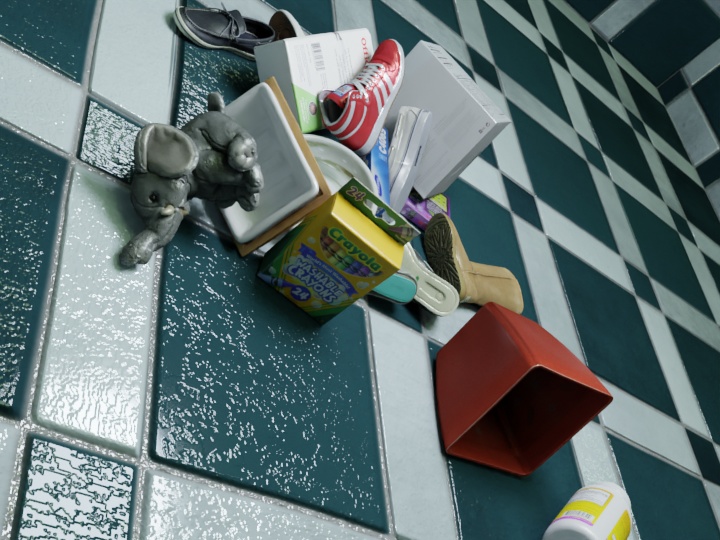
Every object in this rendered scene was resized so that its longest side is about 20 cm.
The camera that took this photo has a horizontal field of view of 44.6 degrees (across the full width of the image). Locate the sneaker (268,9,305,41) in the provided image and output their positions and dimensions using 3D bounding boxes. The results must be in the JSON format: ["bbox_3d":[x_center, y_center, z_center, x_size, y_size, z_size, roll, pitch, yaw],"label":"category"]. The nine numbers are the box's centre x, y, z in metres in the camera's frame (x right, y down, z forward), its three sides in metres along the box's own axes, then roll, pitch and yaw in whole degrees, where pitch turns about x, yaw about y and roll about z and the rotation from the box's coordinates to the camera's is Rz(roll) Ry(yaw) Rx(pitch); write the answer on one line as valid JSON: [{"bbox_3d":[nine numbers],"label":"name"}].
[{"bbox_3d":[-0.103,-0.364,1.564,0.084,0.072,0.203,-12,79,-58],"label":"sneaker"}]

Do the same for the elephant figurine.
[{"bbox_3d":[-0.231,-0.117,1.096,0.197,0.144,0.155,-19,32,-24],"label":"elephant figurine"}]

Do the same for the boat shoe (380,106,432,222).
[{"bbox_3d":[0.062,-0.188,1.527,0.069,0.203,0.071,20,6,16],"label":"boat shoe"}]

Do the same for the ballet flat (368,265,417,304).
[{"bbox_3d":[0.000,0.000,1.348,0.198,0.068,0.064,22,13,-31],"label":"ballet flat"}]

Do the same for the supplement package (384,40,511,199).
[{"bbox_3d":[0.133,-0.276,1.609,0.200,0.191,0.147,48,22,7],"label":"supplement package"}]

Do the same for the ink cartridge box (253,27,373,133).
[{"bbox_3d":[-0.065,-0.311,1.448,0.199,0.083,0.148,-22,106,-44],"label":"ink cartridge box"}]

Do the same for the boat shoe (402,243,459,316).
[{"bbox_3d":[0.074,0.001,1.446,0.200,0.072,0.068,43,-4,-3],"label":"boat shoe"}]

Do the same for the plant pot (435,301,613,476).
[{"bbox_3d":[0.229,0.170,1.357,0.198,0.200,0.178,24,30,-36],"label":"plant pot"}]

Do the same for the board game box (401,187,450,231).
[{"bbox_3d":[0.089,-0.146,1.627,0.199,0.032,0.121,36,31,-23],"label":"board game box"}]

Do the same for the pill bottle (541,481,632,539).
[{"bbox_3d":[0.359,0.400,1.361,0.105,0.104,0.199,57,32,9],"label":"pill bottle"}]

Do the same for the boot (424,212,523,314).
[{"bbox_3d":[0.209,-0.006,1.612,0.198,0.066,0.178,10,64,-46],"label":"boot"}]

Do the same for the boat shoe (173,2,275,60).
[{"bbox_3d":[-0.222,-0.402,1.450,0.198,0.062,0.076,6,56,-48],"label":"boat shoe"}]

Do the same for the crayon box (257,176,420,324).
[{"bbox_3d":[-0.032,-0.021,1.184,0.125,0.199,0.052,37,39,-20],"label":"crayon box"}]

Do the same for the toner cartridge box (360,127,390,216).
[{"bbox_3d":[0.002,-0.156,1.464,0.043,0.095,0.202,31,37,-27],"label":"toner cartridge box"}]

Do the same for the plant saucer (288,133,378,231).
[{"bbox_3d":[-0.072,-0.117,1.335,0.197,0.050,0.203,11,52,-14],"label":"plant saucer"}]

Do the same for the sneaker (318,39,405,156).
[{"bbox_3d":[0.002,-0.297,1.404,0.112,0.070,0.203,29,76,-48],"label":"sneaker"}]

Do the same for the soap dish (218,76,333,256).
[{"bbox_3d":[-0.136,-0.142,1.225,0.202,0.156,0.081,63,15,16],"label":"soap dish"}]
